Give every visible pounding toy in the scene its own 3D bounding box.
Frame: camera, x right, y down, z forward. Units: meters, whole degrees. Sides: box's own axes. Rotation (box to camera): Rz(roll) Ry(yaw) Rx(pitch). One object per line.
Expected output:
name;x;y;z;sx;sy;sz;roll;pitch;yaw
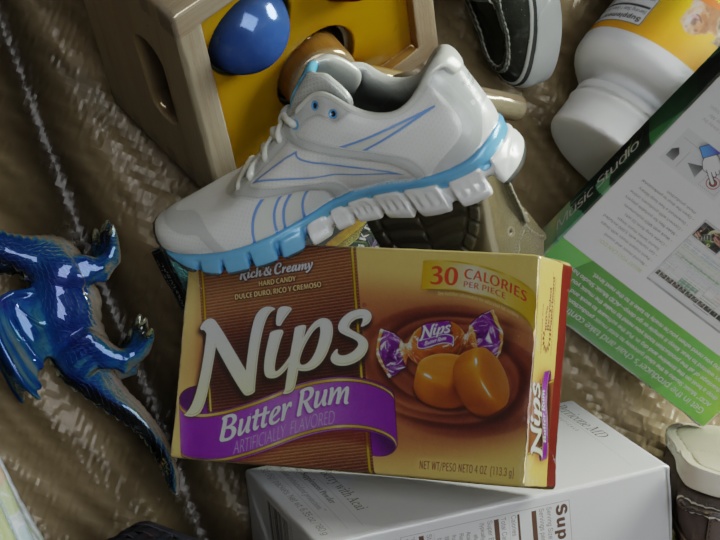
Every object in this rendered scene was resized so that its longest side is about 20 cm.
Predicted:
pounding toy;-0.028;-0.133;1.185;0.184;0.200;0.142;-37;59;-17

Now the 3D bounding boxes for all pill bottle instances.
pill bottle;0.199;-0.134;1.291;0.109;0.109;0.200;42;75;-10

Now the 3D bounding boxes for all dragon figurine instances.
dragon figurine;-0.166;0.036;1.185;0.099;0.059;0.201;-19;91;-18

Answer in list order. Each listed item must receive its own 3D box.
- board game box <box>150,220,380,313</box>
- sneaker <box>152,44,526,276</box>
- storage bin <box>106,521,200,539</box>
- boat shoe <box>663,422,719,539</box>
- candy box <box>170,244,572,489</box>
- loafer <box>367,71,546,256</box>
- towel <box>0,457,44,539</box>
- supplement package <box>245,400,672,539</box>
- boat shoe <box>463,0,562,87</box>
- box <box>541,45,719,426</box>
board game box;0.000;0.000;1.258;0.199;0.028;0.136;-29;94;-17
sneaker;-0.023;-0.063;1.117;0.199;0.075;0.087;-19;118;21
storage bin;-0.071;0.223;1.107;0.094;0.199;0.136;-26;125;-51
boat shoe;0.201;0.124;1.236;0.071;0.200;0.060;8;95;7
candy box;0.004;0.047;1.154;0.199;0.056;0.117;3;86;23
loafer;0.055;-0.020;1.199;0.067;0.076;0.201;-52;129;-52
towel;-0.268;0.147;1.151;0.199;0.048;0.172;-27;90;-18
supplement package;0.054;0.158;1.199;0.199;0.121;0.120;-10;107;-19
boat shoe;0.061;-0.186;1.243;0.063;0.071;0.201;-27;123;-19
box;0.199;-0.022;1.226;0.144;0.036;0.200;36;118;-13
